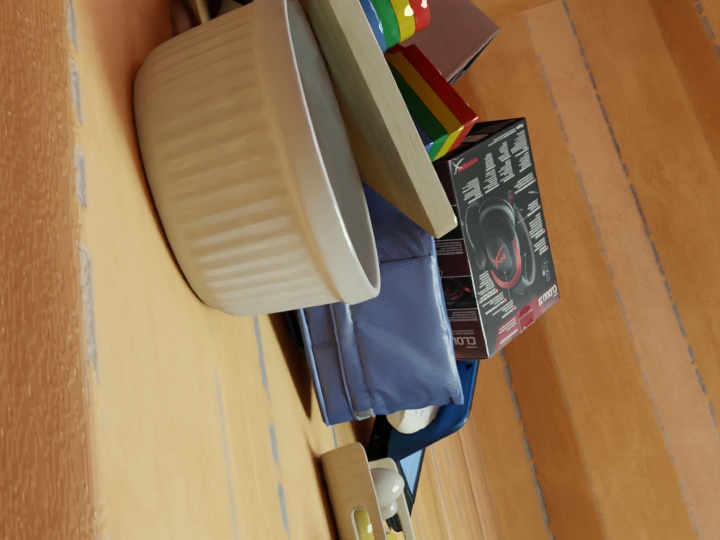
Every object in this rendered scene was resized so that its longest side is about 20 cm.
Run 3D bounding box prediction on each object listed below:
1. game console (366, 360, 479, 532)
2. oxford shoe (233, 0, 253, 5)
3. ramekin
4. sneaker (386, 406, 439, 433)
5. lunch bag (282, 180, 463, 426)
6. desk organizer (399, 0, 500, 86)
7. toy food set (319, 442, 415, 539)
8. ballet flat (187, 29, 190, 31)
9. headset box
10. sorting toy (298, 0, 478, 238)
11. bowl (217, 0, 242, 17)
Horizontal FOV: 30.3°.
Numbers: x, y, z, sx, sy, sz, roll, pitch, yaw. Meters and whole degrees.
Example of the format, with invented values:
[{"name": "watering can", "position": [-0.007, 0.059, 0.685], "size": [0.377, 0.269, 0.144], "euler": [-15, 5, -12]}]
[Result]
[{"name": "game console", "position": [0.082, 0.136, 1.335], "size": [0.201, 0.118, 0.171], "euler": [-73, 152, -45]}, {"name": "oxford shoe", "position": [-0.076, -0.244, 1.024], "size": [0.199, 0.085, 0.073], "euler": [22, 20, -43]}, {"name": "ramekin", "position": [-0.064, -0.065, 0.834], "size": [0.200, 0.104, 0.201], "euler": [-17, 90, -83]}, {"name": "sneaker", "position": [0.036, 0.055, 1.248], "size": [0.076, 0.080, 0.201], "euler": [40, 50, -56]}, {"name": "lunch bag", "position": [0.000, 0.017, 1.063], "size": [0.136, 0.131, 0.201], "euler": [-97, 174, -65]}, {"name": "desk organizer", "position": [0.039, -0.177, 1.160], "size": [0.077, 0.072, 0.200], "euler": [42, 45, 1]}, {"name": "toy food set", "position": [0.024, 0.219, 1.098], "size": [0.200, 0.060, 0.144], "euler": [48, 26, -75]}, {"name": "ballet flat", "position": [-0.093, -0.148, 0.987], "size": [0.200, 0.075, 0.064], "euler": [-60, 166, -74]}, {"name": "headset box", "position": [0.105, -0.021, 1.197], "size": [0.148, 0.075, 0.201], "euler": [-33, 114, -50]}, {"name": "sorting toy", "position": [0.008, -0.148, 0.933], "size": [0.201, 0.069, 0.199], "euler": [64, -9, -26]}, {"name": "bowl", "position": [-0.067, -0.248, 1.158], "size": [0.108, 0.199, 0.200], "euler": [-62, 168, -3]}]
